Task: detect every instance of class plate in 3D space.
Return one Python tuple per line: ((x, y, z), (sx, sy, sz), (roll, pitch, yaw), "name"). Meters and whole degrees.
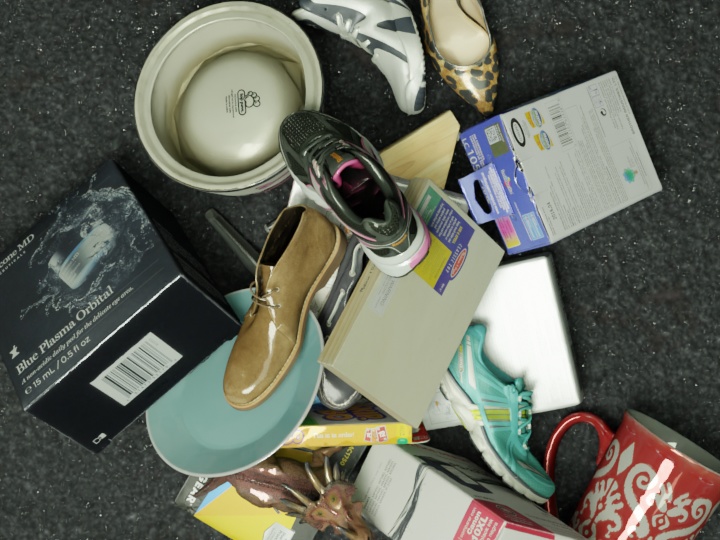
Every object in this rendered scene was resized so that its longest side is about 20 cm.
((-0.118, 0.109, 1.103), (0.199, 0.026, 0.201), (-15, 54, 21), "plate")

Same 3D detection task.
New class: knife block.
((-0.001, -0.086, 1.197), (0.174, 0.064, 0.202), (14, 97, -2), "knife block")

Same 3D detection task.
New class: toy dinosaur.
((-0.076, 0.210, 1.123), (0.198, 0.136, 0.087), (4, 96, 7), "toy dinosaur")

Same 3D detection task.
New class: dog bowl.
((-0.126, -0.166, 1.168), (0.198, 0.074, 0.202), (-3, 76, 11), "dog bowl")

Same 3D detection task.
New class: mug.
((0.274, 0.256, 1.208), (0.133, 0.177, 0.201), (23, 99, -37), "mug")

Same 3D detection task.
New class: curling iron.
((-0.090, 0.004, 1.228), (0.200, 0.026, 0.050), (40, 72, 3), "curling iron")

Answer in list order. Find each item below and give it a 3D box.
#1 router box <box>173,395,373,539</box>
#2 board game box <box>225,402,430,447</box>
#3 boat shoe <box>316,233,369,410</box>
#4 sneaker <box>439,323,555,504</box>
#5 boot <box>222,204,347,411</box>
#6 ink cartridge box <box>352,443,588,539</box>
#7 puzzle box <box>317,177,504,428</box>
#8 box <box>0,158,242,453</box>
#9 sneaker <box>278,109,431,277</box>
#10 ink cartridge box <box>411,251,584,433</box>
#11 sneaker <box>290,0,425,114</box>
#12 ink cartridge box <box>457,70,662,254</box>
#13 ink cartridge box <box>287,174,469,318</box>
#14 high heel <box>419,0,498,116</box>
((-0.085, 0.196, 1.223), (0.148, 0.051, 0.201), (30, 91, -2), "router box")
((-0.033, 0.155, 1.148), (0.198, 0.096, 0.030), (1, 96, -3), "board game box")
((-0.006, 0.048, 1.111), (0.072, 0.063, 0.202), (15, 102, -3), "boat shoe")
((0.145, 0.148, 1.173), (0.079, 0.078, 0.201), (-32, 89, 8), "sneaker")
((-0.086, 0.031, 1.068), (0.073, 0.075, 0.201), (17, 76, 33), "boot")
((0.104, 0.249, 1.133), (0.144, 0.200, 0.085), (23, 93, -40), "ink cartridge box")
((0.052, 0.031, 1.079), (0.133, 0.025, 0.201), (40, 72, -37), "puzzle box")
((-0.255, 0.033, 1.135), (0.196, 0.117, 0.200), (-40, 50, 2), "box")
((-0.010, -0.089, 1.033), (0.080, 0.086, 0.200), (-43, 59, -4), "sneaker")
((0.125, 0.080, 1.230), (0.198, 0.047, 0.161), (-13, 94, 18), "ink cartridge box")
((-0.008, -0.248, 1.184), (0.129, 0.079, 0.201), (-14, 93, 2), "sneaker")
((0.191, -0.105, 1.148), (0.199, 0.076, 0.137), (-24, 93, -32), "ink cartridge box")
((0.000, 0.000, 1.155), (0.175, 0.045, 0.202), (15, 102, -3), "ink cartridge box")
((0.098, -0.253, 1.150), (0.071, 0.143, 0.201), (-21, 93, 1), "high heel")
